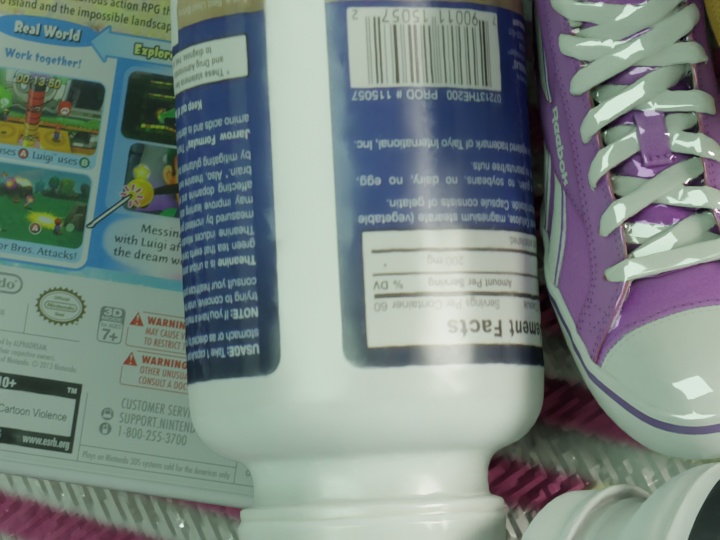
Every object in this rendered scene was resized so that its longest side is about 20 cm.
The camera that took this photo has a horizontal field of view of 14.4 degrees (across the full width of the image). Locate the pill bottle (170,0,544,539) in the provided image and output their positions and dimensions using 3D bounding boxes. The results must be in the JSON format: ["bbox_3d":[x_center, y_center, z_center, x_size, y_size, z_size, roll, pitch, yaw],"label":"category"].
[{"bbox_3d":[0.000,0.000,0.881,0.111,0.111,0.201,-5,85,29],"label":"pill bottle"}]

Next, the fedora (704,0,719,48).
[{"bbox_3d":[0.191,-0.101,0.764,0.200,0.082,0.201,-5,77,23],"label":"fedora"}]

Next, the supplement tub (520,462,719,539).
[{"bbox_3d":[0.151,0.123,0.799,0.200,0.140,0.141,-3,80,29],"label":"supplement tub"}]

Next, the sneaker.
[{"bbox_3d":[0.080,-0.048,0.850,0.072,0.114,0.201,-14,54,3],"label":"sneaker"}]

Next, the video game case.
[{"bbox_3d":[-0.050,-0.015,0.946,0.199,0.024,0.183,9,85,-4],"label":"video game case"}]
